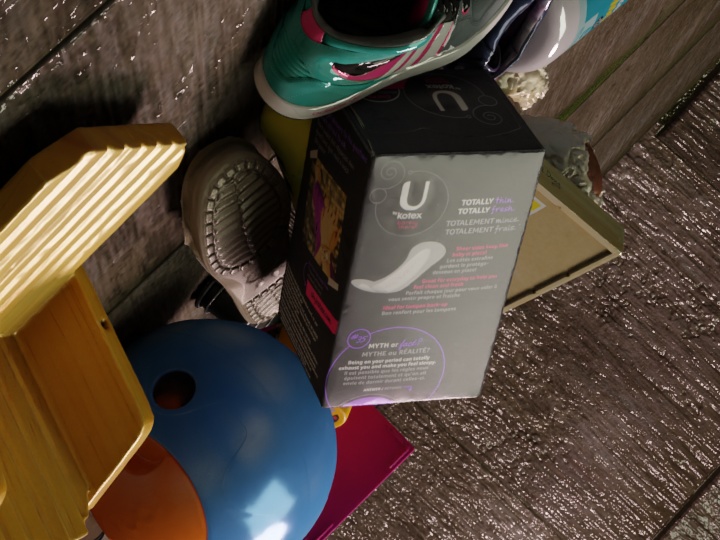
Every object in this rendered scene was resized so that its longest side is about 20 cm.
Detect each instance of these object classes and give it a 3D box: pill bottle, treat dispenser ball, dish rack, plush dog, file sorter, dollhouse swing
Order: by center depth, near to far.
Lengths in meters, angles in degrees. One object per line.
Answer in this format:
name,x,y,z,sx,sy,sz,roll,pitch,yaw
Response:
dollhouse swing,-0.152,0.042,1.021,0.175,0.182,0.200,-28,177,17
pill bottle,0.151,-0.232,1.386,0.200,0.111,0.111,-41,170,-38
treat dispenser ball,-0.118,0.137,1.473,0.201,0.201,0.201,-45,172,-8
plush dog,0.087,-0.070,1.522,0.160,0.200,0.172,-11,136,-14
dish rack,-0.039,-0.033,1.587,0.200,0.055,0.153,-50,173,11
file sorter,-0.082,0.154,1.750,0.139,0.200,0.125,-42,173,-28

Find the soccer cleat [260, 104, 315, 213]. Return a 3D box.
soccer cleat,-0.021,-0.050,1.319,0.200,0.064,0.084,62,33,-59

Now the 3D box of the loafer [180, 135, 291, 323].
loafer,-0.088,-0.031,1.304,0.076,0.068,0.200,-37,154,-13

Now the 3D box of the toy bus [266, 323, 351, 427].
toy bus,-0.027,0.047,1.698,0.065,0.078,0.200,-25,-151,35

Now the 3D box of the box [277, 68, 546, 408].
box,0.028,-0.022,1.257,0.122,0.106,0.201,-3,127,-21

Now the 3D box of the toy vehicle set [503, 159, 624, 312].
toy vehicle set,0.084,-0.051,1.412,0.124,0.200,0.027,-27,-142,37

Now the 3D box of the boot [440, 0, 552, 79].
boot,0.044,-0.142,1.296,0.073,0.090,0.200,-8,140,-53

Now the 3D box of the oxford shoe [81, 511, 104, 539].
oxford shoe,-0.272,0.216,1.589,0.200,0.072,0.085,-33,148,-65

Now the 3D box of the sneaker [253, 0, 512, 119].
sneaker,0.032,-0.171,1.154,0.200,0.084,0.121,-33,174,-25
